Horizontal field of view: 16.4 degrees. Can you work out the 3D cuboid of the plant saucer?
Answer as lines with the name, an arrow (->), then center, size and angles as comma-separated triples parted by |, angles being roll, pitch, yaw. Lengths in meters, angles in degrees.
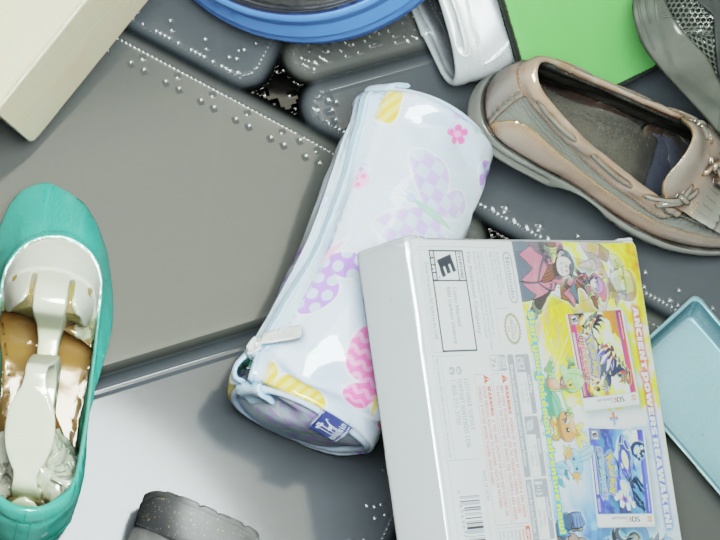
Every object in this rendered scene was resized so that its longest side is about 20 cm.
plant saucer -> 0.228, 0.111, 1.399 | 0.070, 0.019, 0.200 | -39, 86, -19

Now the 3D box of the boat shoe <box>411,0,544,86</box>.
boat shoe -> 0.030, -0.198, 1.414 | 0.068, 0.072, 0.201 | -26, 92, -20

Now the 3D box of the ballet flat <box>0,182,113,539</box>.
ballet flat -> -0.162, 0.044, 1.299 | 0.067, 0.070, 0.201 | 6, 74, -11

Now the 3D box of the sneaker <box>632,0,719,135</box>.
sneaker -> 0.253, -0.107, 1.391 | 0.199, 0.114, 0.076 | 46, 34, -20

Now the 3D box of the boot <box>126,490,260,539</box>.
boot -> -0.049, 0.210, 1.290 | 0.199, 0.070, 0.132 | 21, 74, 5

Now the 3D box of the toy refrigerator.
toy refrigerator -> -0.146, -0.173, 1.326 | 0.070, 0.076, 0.200 | 37, 87, 12

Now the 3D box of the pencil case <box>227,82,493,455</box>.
pencil case -> 0.000, 0.000, 1.341 | 0.091, 0.083, 0.201 | 32, 69, -19

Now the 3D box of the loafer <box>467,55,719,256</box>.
loafer -> 0.157, -0.064, 1.386 | 0.199, 0.063, 0.072 | 21, 63, -20

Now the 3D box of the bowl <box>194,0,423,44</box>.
bowl -> -0.029, -0.227, 1.376 | 0.200, 0.039, 0.202 | -1, 84, 10

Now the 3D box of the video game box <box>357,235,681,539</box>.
video game box -> 0.088, 0.083, 1.311 | 0.182, 0.047, 0.201 | 0, 78, -42

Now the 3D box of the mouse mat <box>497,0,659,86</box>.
mouse mat -> 0.163, -0.188, 1.395 | 0.199, 0.008, 0.161 | -26, 122, -11
